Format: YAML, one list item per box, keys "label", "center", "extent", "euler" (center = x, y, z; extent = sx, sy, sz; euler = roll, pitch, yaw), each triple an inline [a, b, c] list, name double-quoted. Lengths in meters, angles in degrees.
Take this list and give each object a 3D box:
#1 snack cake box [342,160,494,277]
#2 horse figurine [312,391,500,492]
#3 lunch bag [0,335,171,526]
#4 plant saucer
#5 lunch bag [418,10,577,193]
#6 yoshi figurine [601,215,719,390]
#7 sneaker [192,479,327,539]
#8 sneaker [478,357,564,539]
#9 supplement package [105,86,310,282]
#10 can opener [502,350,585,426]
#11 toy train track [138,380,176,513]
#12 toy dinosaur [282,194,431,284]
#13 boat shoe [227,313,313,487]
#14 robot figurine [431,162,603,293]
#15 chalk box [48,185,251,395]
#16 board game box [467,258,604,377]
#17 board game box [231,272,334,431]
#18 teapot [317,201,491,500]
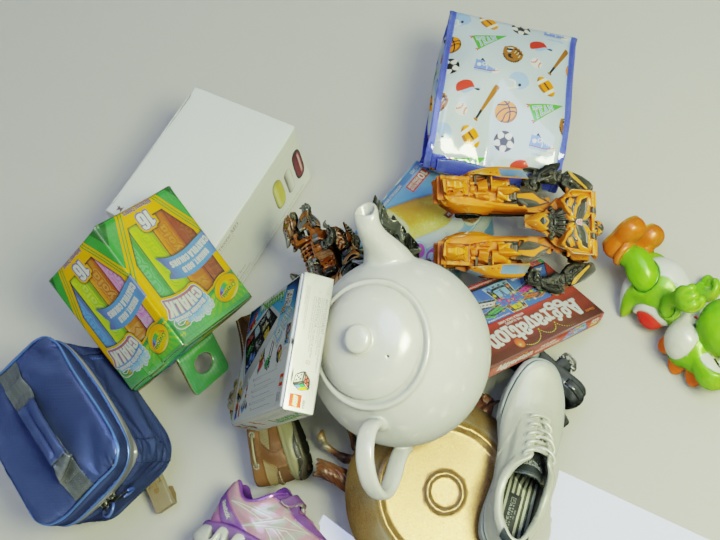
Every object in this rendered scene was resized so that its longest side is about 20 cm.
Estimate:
- label: "snack cake box"
  center: [0.053, -0.015, 1.165]
  extent: [0.114, 0.067, 0.201]
  euler: [33, 72, 25]
- label: "horse figurine"
  center: [0.039, 0.174, 1.073]
  extent: [0.132, 0.050, 0.200]
  euler: [39, 69, 17]
- label: "lunch bag"
  center: [-0.307, 0.178, 1.063]
  extent: [0.136, 0.132, 0.200]
  euler: [-44, 67, 8]
- label: "plant saucer"
  center: [0.083, 0.227, 1.013]
  extent: [0.197, 0.035, 0.204]
  euler: [1, 74, -5]
- label: "lunch bag"
  center: [0.163, -0.188, 1.196]
  extent: [0.167, 0.124, 0.202]
  euler: [9, 58, 0]
- label: "yoshi figurine"
  center: [0.353, 0.027, 1.070]
  extent: [0.111, 0.112, 0.202]
  euler: [-22, 63, -10]
- label: "sneaker"
  center: [-0.072, 0.273, 1.025]
  extent: [0.197, 0.081, 0.089]
  euler: [16, 66, 18]
- label: "sneaker"
  center: [0.170, 0.181, 0.982]
  extent: [0.072, 0.071, 0.203]
  euler: [18, 70, -10]
- label: "supplement package"
  center: [-0.181, -0.095, 1.225]
  extent: [0.154, 0.111, 0.202]
  euler: [23, 69, 21]
- label: "can opener"
  center: [0.165, 0.087, 1.092]
  extent: [0.078, 0.064, 0.200]
  euler: [-31, 60, -23]
- label: "toy train track"
  center: [-0.254, 0.179, 1.132]
  extent: [0.114, 0.032, 0.202]
  euler: [-34, 69, 12]
- label: "toy dinosaur"
  center: [0.000, 0.000, 1.092]
  extent: [0.135, 0.102, 0.200]
  euler: [-41, 92, 3]
- label: "boat shoe"
  center: [-0.113, 0.144, 1.106]
  extent: [0.073, 0.076, 0.202]
  euler: [-21, 60, 2]
- label: "robot figurine"
  center: [0.177, -0.049, 1.093]
  extent: [0.197, 0.058, 0.148]
  euler: [1, 83, -10]
- label: "chalk box"
  center: [-0.215, 0.037, 1.092]
  extent: [0.201, 0.124, 0.125]
  euler: [51, 40, -2]
- label: "board game box"
  center: [0.167, 0.047, 1.076]
  extent: [0.198, 0.020, 0.103]
  euler: [-19, 52, -40]
- label: "board game box"
  center: [-0.081, 0.086, 0.985]
  extent: [0.034, 0.200, 0.128]
  euler: [14, 73, -17]
- label: "teapot"
  center: [0.025, 0.078, 0.954]
  extent: [0.200, 0.146, 0.198]
  euler: [45, 101, 23]
